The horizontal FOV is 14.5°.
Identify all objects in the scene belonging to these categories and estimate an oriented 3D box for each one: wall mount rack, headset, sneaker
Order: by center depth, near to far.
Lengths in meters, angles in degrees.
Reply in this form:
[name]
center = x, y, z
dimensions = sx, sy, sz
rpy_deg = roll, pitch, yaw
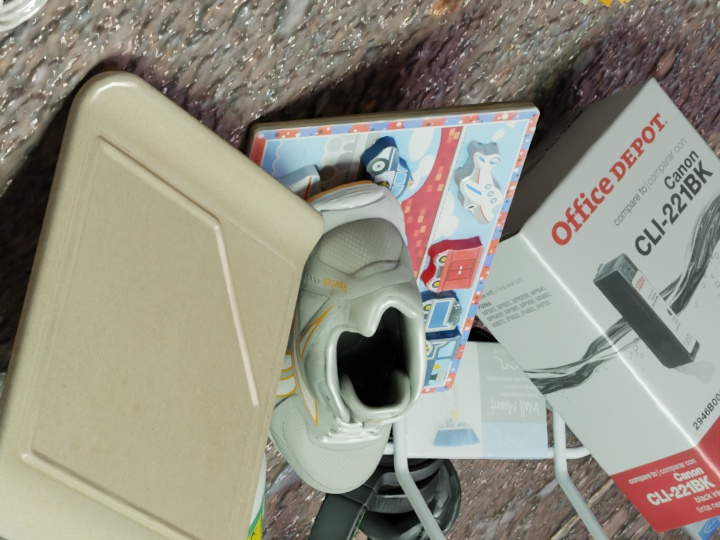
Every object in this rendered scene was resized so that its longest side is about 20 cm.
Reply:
[sneaker]
center = -0.006, 0.056, 1.393
dimensions = 0.075, 0.092, 0.201
rpy_deg = -12, 139, -13
[wall mount rack]
center = 0.081, 0.096, 1.570
dimensions = 0.199, 0.175, 0.074
rpy_deg = 3, 168, -33
[headset]
center = 0.033, 0.121, 1.635
dimensions = 0.201, 0.093, 0.124
rpy_deg = -61, 161, -19

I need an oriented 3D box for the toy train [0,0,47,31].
[toy train]
center = -0.057, -0.153, 1.130
dimensions = 0.200, 0.056, 0.151
rpy_deg = -28, 147, -43

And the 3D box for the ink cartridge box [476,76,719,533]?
[ink cartridge box]
center = 0.161, 0.018, 1.554
dimensions = 0.144, 0.200, 0.084
rpy_deg = -48, -168, -33

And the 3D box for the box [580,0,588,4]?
[box]
center = 0.107, -0.258, 1.195
dimensions = 0.200, 0.122, 0.193
rpy_deg = -47, 157, -11

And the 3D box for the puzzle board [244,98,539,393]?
[puzzle board]
center = 0.000, 0.000, 1.420
dimensions = 0.150, 0.017, 0.201
rpy_deg = -7, 136, -23

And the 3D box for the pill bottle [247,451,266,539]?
[pill bottle]
center = -0.105, 0.148, 1.401
dimensions = 0.113, 0.113, 0.201
rpy_deg = -37, 152, -30

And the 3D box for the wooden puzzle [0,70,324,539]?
[wooden puzzle]
center = -0.095, 0.037, 1.244
dimensions = 0.185, 0.037, 0.201
rpy_deg = 36, 65, -52

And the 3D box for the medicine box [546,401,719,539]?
[medicine box]
center = 0.233, 0.068, 1.912
dimensions = 0.182, 0.103, 0.200
rpy_deg = -51, 157, -2

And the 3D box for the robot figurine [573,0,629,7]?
[robot figurine]
center = 0.150, -0.216, 1.409
dimensions = 0.200, 0.058, 0.145
rpy_deg = -54, 155, 3
